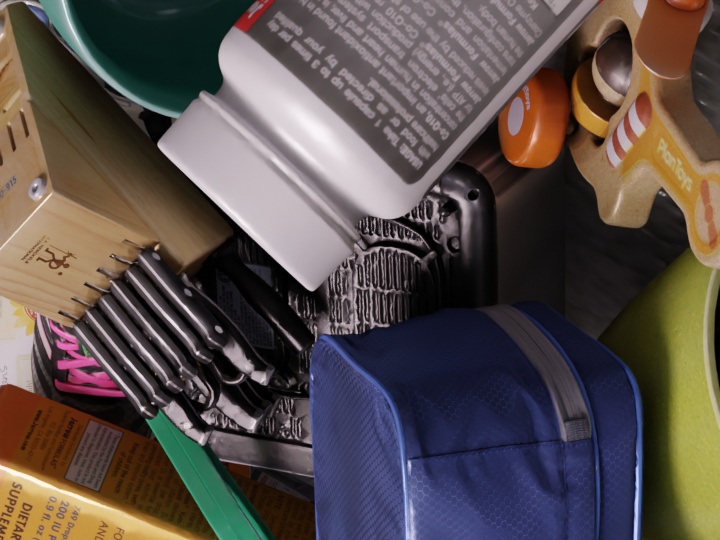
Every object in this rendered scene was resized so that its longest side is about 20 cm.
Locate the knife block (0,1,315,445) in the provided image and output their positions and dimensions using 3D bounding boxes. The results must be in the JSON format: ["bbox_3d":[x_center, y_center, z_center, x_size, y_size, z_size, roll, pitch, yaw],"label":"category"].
[{"bbox_3d":[-0.107,-0.016,1.205,0.175,0.200,0.064,28,118,-38],"label":"knife block"}]

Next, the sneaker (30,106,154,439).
[{"bbox_3d":[-0.135,0.022,1.290,0.073,0.087,0.201,8,108,3],"label":"sneaker"}]

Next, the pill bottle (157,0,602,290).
[{"bbox_3d":[0.011,-0.097,1.119,0.114,0.200,0.114,43,179,1],"label":"pill bottle"}]

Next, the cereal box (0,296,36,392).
[{"bbox_3d":[-0.229,0.047,1.359,0.199,0.040,0.145,-1,117,-14],"label":"cereal box"}]

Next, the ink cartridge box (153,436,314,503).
[{"bbox_3d":[-0.037,0.150,1.421,0.199,0.145,0.145,28,135,12],"label":"ink cartridge box"}]

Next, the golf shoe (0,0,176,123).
[{"bbox_3d":[-0.136,-0.058,1.354,0.200,0.097,0.078,33,136,6],"label":"golf shoe"}]

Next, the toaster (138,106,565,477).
[{"bbox_3d":[0.000,0.000,1.259,0.180,0.119,0.201,7,113,24],"label":"toaster"}]

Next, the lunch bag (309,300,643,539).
[{"bbox_3d":[0.059,0.120,1.141,0.136,0.132,0.201,-134,40,-63],"label":"lunch bag"}]

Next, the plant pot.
[{"bbox_3d":[0.178,0.069,1.197,0.187,0.187,0.200,48,148,-10],"label":"plant pot"}]

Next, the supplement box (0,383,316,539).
[{"bbox_3d":[-0.105,0.132,1.280,0.199,0.069,0.067,20,121,-4],"label":"supplement box"}]

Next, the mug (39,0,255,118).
[{"bbox_3d":[-0.072,-0.147,1.199,0.185,0.152,0.114,48,178,-28],"label":"mug"}]

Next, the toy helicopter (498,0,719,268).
[{"bbox_3d":[0.137,-0.071,1.111,0.079,0.200,0.133,6,119,-21],"label":"toy helicopter"}]

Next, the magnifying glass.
[{"bbox_3d":[-0.083,0.082,1.213,0.200,0.022,0.080,53,179,9],"label":"magnifying glass"}]
